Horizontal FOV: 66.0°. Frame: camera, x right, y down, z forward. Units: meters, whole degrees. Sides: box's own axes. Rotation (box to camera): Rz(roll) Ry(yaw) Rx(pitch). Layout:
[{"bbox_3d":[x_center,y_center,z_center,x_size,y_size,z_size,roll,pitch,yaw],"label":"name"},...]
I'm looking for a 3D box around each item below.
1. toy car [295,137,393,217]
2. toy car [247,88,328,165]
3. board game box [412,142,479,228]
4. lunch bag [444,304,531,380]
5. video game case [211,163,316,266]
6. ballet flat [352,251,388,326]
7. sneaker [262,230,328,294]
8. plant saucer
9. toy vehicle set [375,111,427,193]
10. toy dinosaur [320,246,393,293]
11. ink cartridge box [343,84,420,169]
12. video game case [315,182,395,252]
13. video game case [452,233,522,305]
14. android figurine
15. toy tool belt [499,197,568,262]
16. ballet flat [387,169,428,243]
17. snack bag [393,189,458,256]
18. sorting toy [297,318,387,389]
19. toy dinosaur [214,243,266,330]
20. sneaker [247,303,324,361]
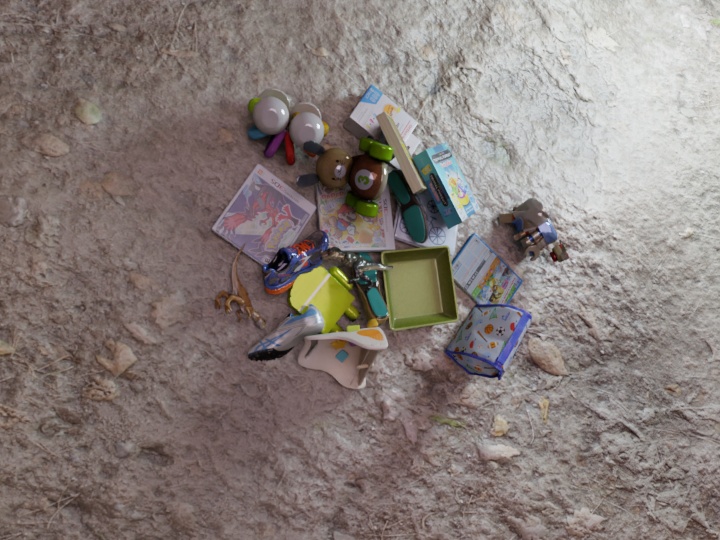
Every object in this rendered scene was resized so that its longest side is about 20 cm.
[{"bbox_3d":[-0.046,-0.234,1.295,0.197,0.158,0.167,8,108,-22],"label":"toy car"},{"bbox_3d":[-0.183,-0.335,1.330,0.197,0.176,0.152,19,115,-16],"label":"toy car"},{"bbox_3d":[0.226,-0.224,1.439,0.151,0.047,0.202,-33,96,-56],"label":"board game box"},{"bbox_3d":[0.337,0.180,1.408,0.123,0.200,0.171,38,73,-10],"label":"lunch bag"},{"bbox_3d":[-0.230,-0.126,1.344,0.181,0.023,0.202,35,74,-12],"label":"video game case"},{"bbox_3d":[0.016,0.049,1.381,0.067,0.063,0.203,-3,57,-20],"label":"ballet flat"},{"bbox_3d":[-0.151,-0.029,1.305,0.075,0.079,0.200,30,64,34],"label":"sneaker"},{"bbox_3d":[0.147,0.045,1.439,0.196,0.048,0.204,-6,85,-19],"label":"plant saucer"},{"bbox_3d":[0.102,-0.283,1.349,0.026,0.124,0.202,-26,90,14],"label":"toy vehicle set"},{"bbox_3d":[0.000,0.000,1.327,0.197,0.047,0.090,16,58,-26],"label":"toy dinosaur"},{"bbox_3d":[0.069,-0.370,1.450,0.199,0.068,0.116,36,74,-12],"label":"ink cartridge box"},{"bbox_3d":[-0.013,-0.138,1.409,0.196,0.023,0.186,-2,78,-18],"label":"video game case"},{"bbox_3d":[0.341,0.018,1.525,0.200,0.018,0.144,42,72,-10],"label":"video game case"},{"bbox_3d":[-0.098,0.073,1.356,0.199,0.041,0.183,41,73,-11],"label":"android figurine"},{"bbox_3d":[0.480,-0.094,1.547,0.122,0.125,0.202,-28,90,12],"label":"toy tool belt"},{"bbox_3d":[0.136,-0.171,1.432,0.073,0.074,0.203,-24,94,-19],"label":"ballet flat"},{"bbox_3d":[0.182,-0.156,1.489,0.186,0.021,0.204,16,76,-17],"label":"snack bag"},{"bbox_3d":[-0.053,0.186,1.297,0.177,0.201,0.108,3,52,-17],"label":"sorting toy"},{"bbox_3d":[-0.287,0.053,1.296,0.106,0.060,0.203,-27,99,-44],"label":"toy dinosaur"},{"bbox_3d":[-0.177,0.149,1.296,0.198,0.072,0.073,-29,61,3],"label":"sneaker"}]
